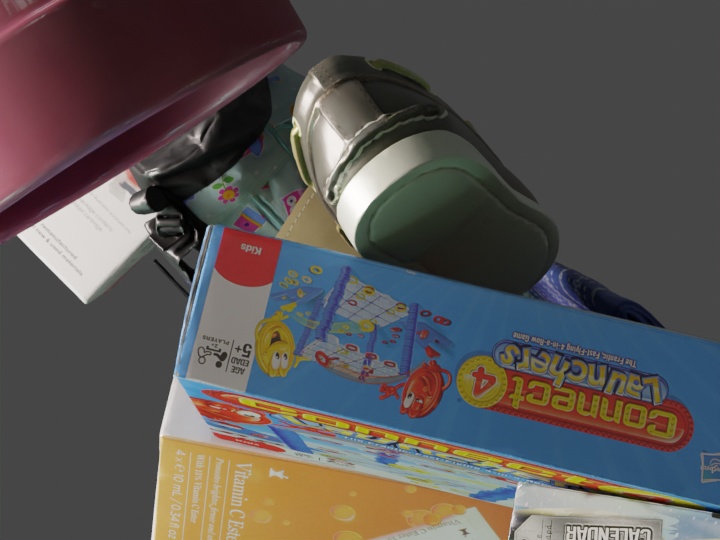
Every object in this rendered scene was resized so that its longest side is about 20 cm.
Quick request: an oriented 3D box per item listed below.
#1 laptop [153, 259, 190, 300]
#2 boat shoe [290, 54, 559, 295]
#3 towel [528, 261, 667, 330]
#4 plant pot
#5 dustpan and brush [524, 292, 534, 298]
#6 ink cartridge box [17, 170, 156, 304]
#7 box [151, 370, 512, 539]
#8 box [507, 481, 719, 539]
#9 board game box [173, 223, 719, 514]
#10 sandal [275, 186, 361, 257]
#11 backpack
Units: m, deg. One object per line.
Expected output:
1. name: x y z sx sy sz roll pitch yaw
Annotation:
1. laptop: -0.002 0.055 0.927 0.187 0.199 0.116 40 138 44
2. boat shoe: 0.028 -0.025 0.564 0.060 0.072 0.202 55 -175 22
3. towel: 0.134 0.047 0.706 0.145 0.024 0.200 44 178 -16
4. plant pot: -0.150 -0.118 0.583 0.179 0.200 0.200 57 177 -6
5. dustpan and brush: 0.106 0.054 0.917 0.200 0.057 0.140 43 178 -37
6. ink cartridge box: -0.143 -0.079 1.003 0.083 0.200 0.145 45 178 -4
7. box: 0.000 0.105 0.738 0.199 0.098 0.125 10 134 -1
8. box: 0.155 0.127 0.555 0.136 0.040 0.200 4 164 30
9. board game box: 0.035 0.052 0.572 0.199 0.056 0.196 13 168 2
10. sandal: -0.003 -0.005 0.769 0.070 0.212 0.078 -13 -110 -49
11. backpack: -0.052 -0.048 0.860 0.200 0.126 0.167 46 -166 -35
